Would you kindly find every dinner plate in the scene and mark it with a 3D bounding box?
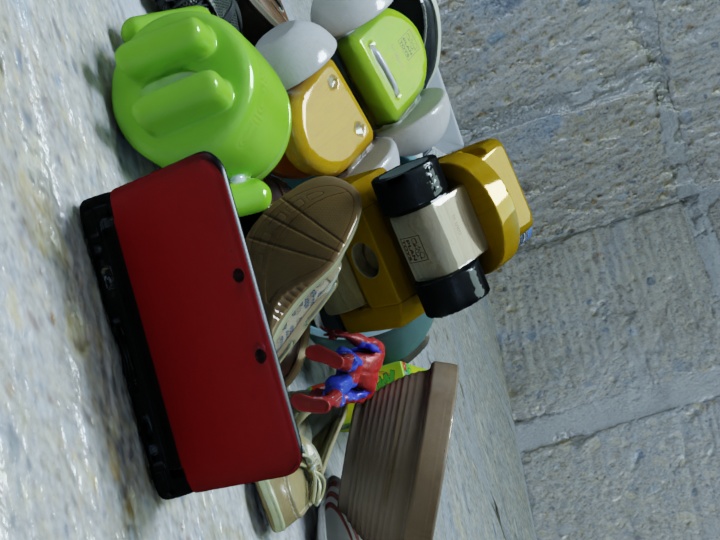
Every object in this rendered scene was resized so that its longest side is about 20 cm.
[{"bbox_3d":[-0.011,0.293,1.303,0.200,0.024,0.203,-17,90,-80],"label":"dinner plate"}]

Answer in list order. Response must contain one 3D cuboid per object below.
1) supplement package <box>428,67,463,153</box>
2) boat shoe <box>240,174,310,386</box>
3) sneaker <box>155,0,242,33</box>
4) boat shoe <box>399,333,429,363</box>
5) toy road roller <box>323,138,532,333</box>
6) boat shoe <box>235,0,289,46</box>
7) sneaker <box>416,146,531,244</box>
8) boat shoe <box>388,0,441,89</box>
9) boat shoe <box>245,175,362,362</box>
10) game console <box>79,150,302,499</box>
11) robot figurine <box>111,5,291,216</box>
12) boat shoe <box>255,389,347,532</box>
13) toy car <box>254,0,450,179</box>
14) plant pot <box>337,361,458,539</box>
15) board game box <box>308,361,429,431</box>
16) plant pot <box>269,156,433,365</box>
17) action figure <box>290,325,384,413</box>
[{"bbox_3d":[-0.013,-0.180,1.489,0.111,0.198,0.157,-111,178,-51],"label":"supplement package"},{"bbox_3d":[-0.088,0.004,1.198,0.070,0.070,0.202,35,40,-44],"label":"boat shoe"},{"bbox_3d":[-0.143,-0.225,1.217,0.200,0.075,0.115,69,3,-60],"label":"sneaker"},{"bbox_3d":[0.007,0.053,1.564,0.074,0.076,0.200,51,-10,-25],"label":"boat shoe"},{"bbox_3d":[0.052,-0.036,1.167,0.145,0.199,0.124,-31,102,-38],"label":"toy road roller"},{"bbox_3d":[-0.097,-0.243,1.358,0.201,0.071,0.068,52,36,-23],"label":"boat shoe"},{"bbox_3d":[0.108,-0.073,1.397,0.201,0.084,0.078,-123,-165,-46],"label":"sneaker"},{"bbox_3d":[0.032,-0.186,1.374,0.068,0.071,0.202,-56,164,-58],"label":"boat shoe"},{"bbox_3d":[-0.065,0.016,1.079,0.073,0.201,0.063,30,-16,18],"label":"boat shoe"},{"bbox_3d":[-0.098,0.036,0.920,0.172,0.117,0.203,-10,85,-80],"label":"game console"},{"bbox_3d":[-0.118,-0.126,1.075,0.200,0.114,0.178,34,34,-76],"label":"robot figurine"},{"bbox_3d":[-0.049,0.153,1.184,0.201,0.062,0.074,-71,144,-75],"label":"boat shoe"},{"bbox_3d":[-0.027,-0.160,1.274,0.200,0.149,0.176,-47,117,-32],"label":"toy car"},{"bbox_3d":[0.031,0.179,1.288,0.201,0.091,0.204,9,90,-86],"label":"plant pot"},{"bbox_3d":[0.019,0.137,1.493,0.200,0.100,0.048,30,44,-77],"label":"board game box"},{"bbox_3d":[0.000,0.000,1.388,0.196,0.197,0.203,70,7,-69],"label":"plant pot"},{"bbox_3d":[-0.015,0.086,1.211,0.200,0.051,0.066,5,98,-75],"label":"action figure"}]
